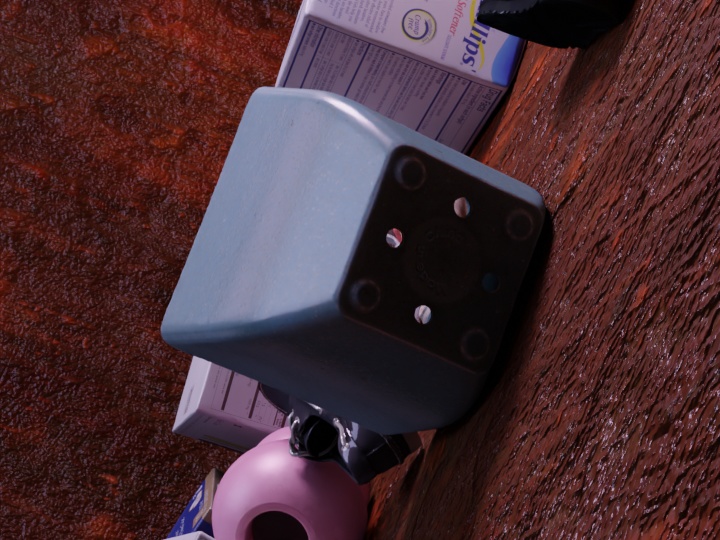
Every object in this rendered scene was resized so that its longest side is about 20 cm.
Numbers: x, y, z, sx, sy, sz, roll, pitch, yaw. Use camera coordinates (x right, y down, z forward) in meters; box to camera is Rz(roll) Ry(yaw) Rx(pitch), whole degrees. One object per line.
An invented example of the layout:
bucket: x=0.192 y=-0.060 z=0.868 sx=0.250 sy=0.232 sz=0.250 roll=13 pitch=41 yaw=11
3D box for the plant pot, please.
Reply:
plant pot: x=0.013 y=-0.005 z=1.240 sx=0.200 sy=0.196 sz=0.196 roll=0 pitch=68 yaw=68

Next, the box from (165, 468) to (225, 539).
box: x=-0.168 y=0.274 z=1.599 sx=0.200 sy=0.032 sz=0.121 roll=-59 pitch=8 yaw=7

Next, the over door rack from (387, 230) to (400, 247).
over door rack: x=0.000 y=0.000 z=1.535 sx=0.200 sy=0.067 sz=0.148 roll=-52 pitch=-50 yaw=-35

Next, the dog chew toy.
dog chew toy: x=-0.048 y=0.183 z=1.528 sx=0.200 sy=0.124 sz=0.125 roll=-57 pitch=-10 yaw=-73

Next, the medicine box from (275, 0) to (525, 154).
medicine box: x=0.037 y=-0.206 z=1.750 sx=0.182 sy=0.200 sz=0.103 roll=122 pitch=166 yaw=-67

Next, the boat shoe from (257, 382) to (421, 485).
boat shoe: x=-0.034 y=0.113 z=1.431 sx=0.063 sy=0.073 sz=0.200 roll=-43 pitch=31 yaw=-18

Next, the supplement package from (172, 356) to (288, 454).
supplement package: x=-0.092 y=0.084 z=1.732 sx=0.200 sy=0.111 sz=0.156 roll=137 pitch=149 yaw=-75

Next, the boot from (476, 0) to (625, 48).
boot: x=0.155 y=-0.248 z=1.299 sx=0.200 sy=0.076 sz=0.168 roll=177 pitch=111 yaw=-78

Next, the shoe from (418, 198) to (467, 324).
shoe: x=0.062 y=-0.011 z=1.483 sx=0.200 sy=0.053 sz=0.070 roll=-76 pitch=9 yaw=-61

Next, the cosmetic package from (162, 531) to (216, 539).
cosmetic package: x=-0.112 y=0.252 z=1.398 sx=0.074 sy=0.102 sz=0.200 roll=-61 pitch=7 yaw=-15

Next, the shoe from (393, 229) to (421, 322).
shoe: x=0.018 y=0.002 z=1.700 sx=0.200 sy=0.091 sz=0.072 roll=-74 pitch=7 yaw=-49
